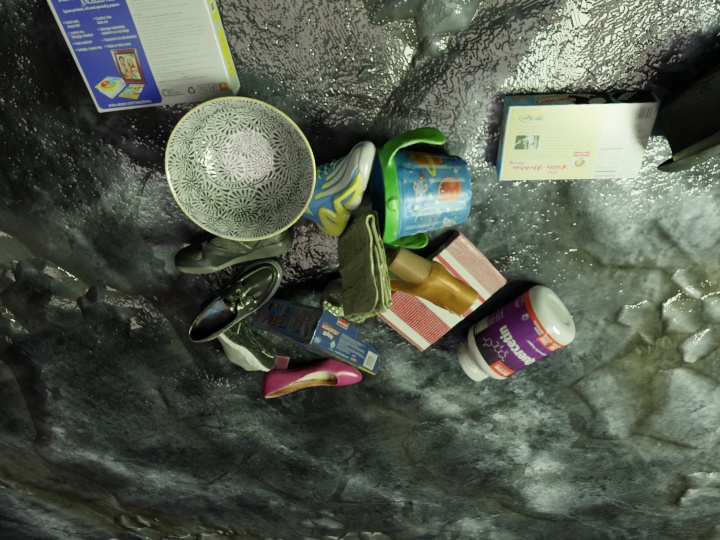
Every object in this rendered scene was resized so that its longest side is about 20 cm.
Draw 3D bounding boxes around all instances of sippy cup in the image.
[{"bbox_3d":[0.086,-0.112,0.813,0.129,0.141,0.178,-4,173,-7],"label":"sippy cup"}]

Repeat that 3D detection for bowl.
[{"bbox_3d":[-0.162,-0.152,0.793,0.199,0.094,0.202,-2,119,-3],"label":"bowl"}]

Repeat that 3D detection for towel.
[{"bbox_3d":[0.137,0.041,0.977,0.200,0.023,0.144,-42,119,14],"label":"towel"},{"bbox_3d":[0.000,0.000,0.854,0.036,0.150,0.200,-6,172,-14],"label":"towel"}]

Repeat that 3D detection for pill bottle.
[{"bbox_3d":[0.273,0.121,1.014,0.112,0.113,0.200,34,125,-25],"label":"pill bottle"}]

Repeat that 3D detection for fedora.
[{"bbox_3d":[0.453,-0.209,0.706,0.200,0.200,0.092,-32,91,27],"label":"fedora"}]

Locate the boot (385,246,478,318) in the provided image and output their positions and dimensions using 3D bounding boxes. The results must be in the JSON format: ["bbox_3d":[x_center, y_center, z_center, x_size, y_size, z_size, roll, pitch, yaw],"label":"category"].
[{"bbox_3d":[0.093,0.025,0.879,0.143,0.071,0.201,32,170,-7],"label":"boot"}]

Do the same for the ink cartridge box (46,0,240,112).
[{"bbox_3d":[-0.274,-0.306,0.708,0.196,0.047,0.201,-3,130,7],"label":"ink cartridge box"}]

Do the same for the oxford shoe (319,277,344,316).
[{"bbox_3d":[0.022,0.040,0.997,0.198,0.058,0.076,-3,117,-14],"label":"oxford shoe"}]

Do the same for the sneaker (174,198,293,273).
[{"bbox_3d":[-0.217,-0.063,0.902,0.198,0.077,0.115,-13,128,10],"label":"sneaker"}]

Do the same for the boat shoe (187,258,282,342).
[{"bbox_3d":[-0.215,0.057,0.972,0.200,0.057,0.069,-41,96,5],"label":"boat shoe"}]

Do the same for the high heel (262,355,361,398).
[{"bbox_3d":[-0.096,0.227,1.138,0.198,0.096,0.068,13,131,-8],"label":"high heel"}]

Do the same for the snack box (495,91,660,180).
[{"bbox_3d":[0.296,-0.185,0.790,0.198,0.037,0.117,0,131,3],"label":"snack box"}]

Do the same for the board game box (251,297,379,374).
[{"bbox_3d":[-0.089,0.109,1.016,0.199,0.062,0.200,13,165,39],"label":"board game box"}]

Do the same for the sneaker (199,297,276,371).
[{"bbox_3d":[-0.244,0.132,1.079,0.079,0.074,0.201,-16,130,23],"label":"sneaker"}]

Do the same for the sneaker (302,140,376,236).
[{"bbox_3d":[-0.050,-0.123,0.820,0.104,0.076,0.200,21,145,-7],"label":"sneaker"}]
